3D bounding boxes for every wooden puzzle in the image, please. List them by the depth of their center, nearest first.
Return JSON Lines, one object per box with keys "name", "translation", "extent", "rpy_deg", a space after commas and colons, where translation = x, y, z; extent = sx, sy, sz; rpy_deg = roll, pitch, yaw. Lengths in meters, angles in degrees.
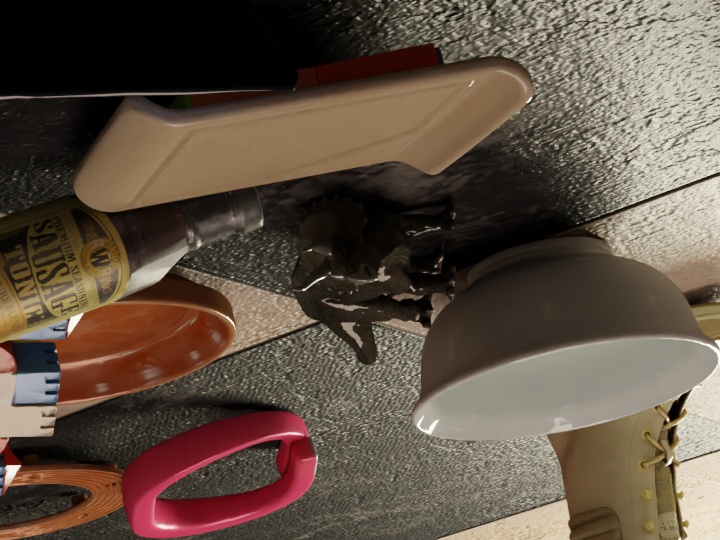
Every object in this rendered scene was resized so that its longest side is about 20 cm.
{"name": "wooden puzzle", "translation": [-0.034, -0.073, 1.335], "extent": [0.200, 0.037, 0.185], "rpy_deg": [-6, 170, -16]}

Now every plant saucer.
{"name": "plant saucer", "translation": [-0.177, 0.040, 1.636], "extent": [0.200, 0.032, 0.200], "rpy_deg": [-9, 162, -3]}

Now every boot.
{"name": "boot", "translation": [0.214, 0.114, 1.881], "extent": [0.200, 0.156, 0.073], "rpy_deg": [-24, 158, 35]}

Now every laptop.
{"name": "laptop", "translation": [-0.145, -0.083, 1.169], "extent": [0.177, 0.103, 0.200], "rpy_deg": [-3, 160, -22]}

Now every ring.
{"name": "ring", "translation": [-0.267, 0.171, 2.003], "extent": [0.200, 0.019, 0.200], "rpy_deg": [-10, 163, -3]}

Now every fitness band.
{"name": "fitness band", "translation": [-0.106, 0.153, 1.989], "extent": [0.144, 0.037, 0.200], "rpy_deg": [-13, 161, -10]}

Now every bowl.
{"name": "bowl", "translation": [0.123, 0.037, 1.702], "extent": [0.201, 0.090, 0.201], "rpy_deg": [-9, 161, -3]}

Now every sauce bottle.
{"name": "sauce bottle", "translation": [-0.151, -0.011, 1.422], "extent": [0.200, 0.066, 0.066], "rpy_deg": [-22, 164, -11]}

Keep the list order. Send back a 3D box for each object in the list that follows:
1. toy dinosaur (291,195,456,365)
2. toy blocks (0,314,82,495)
{"name": "toy dinosaur", "translation": [0.000, 0.000, 1.584], "extent": [0.102, 0.077, 0.200], "rpy_deg": [5, 164, -9]}
{"name": "toy blocks", "translation": [-0.232, 0.061, 1.519], "extent": [0.137, 0.100, 0.200], "rpy_deg": [-1, 132, -17]}
